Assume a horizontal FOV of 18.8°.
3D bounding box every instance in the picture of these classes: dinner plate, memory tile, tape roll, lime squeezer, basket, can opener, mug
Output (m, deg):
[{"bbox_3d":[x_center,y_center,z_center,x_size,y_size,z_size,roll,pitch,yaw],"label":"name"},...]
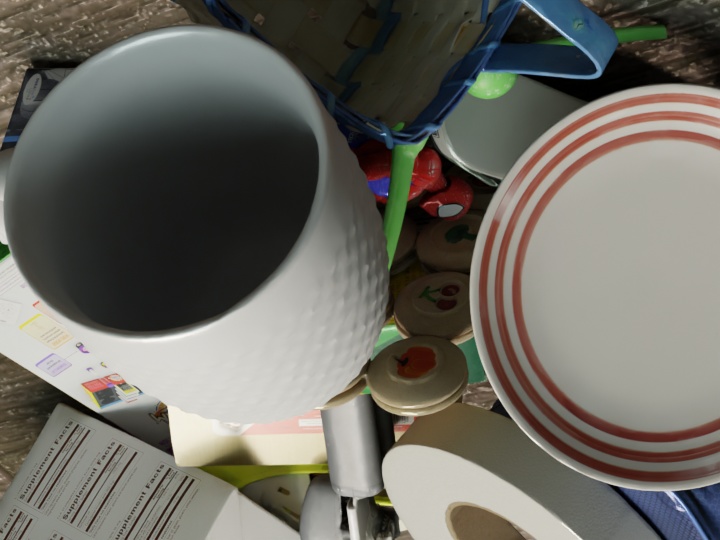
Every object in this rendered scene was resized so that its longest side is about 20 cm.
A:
[{"bbox_3d":[0.150,0.008,1.071,0.200,0.201,0.024,22,-178,-8],"label":"dinner plate"},{"bbox_3d":[0.000,0.000,1.133,0.153,0.200,0.017,3,131,18],"label":"memory tile"},{"bbox_3d":[0.100,0.157,1.227,0.203,0.037,0.203,34,156,17],"label":"tape roll"},{"bbox_3d":[0.058,-0.077,1.063,0.071,0.200,0.038,48,175,1],"label":"lime squeezer"},{"bbox_3d":[0.002,-0.143,0.978,0.176,0.139,0.200,39,169,-28],"label":"basket"},{"bbox_3d":[-0.015,0.108,1.286,0.067,0.053,0.201,1,118,18],"label":"can opener"},{"bbox_3d":[-0.083,-0.011,0.996,0.199,0.148,0.175,13,162,21],"label":"mug"}]

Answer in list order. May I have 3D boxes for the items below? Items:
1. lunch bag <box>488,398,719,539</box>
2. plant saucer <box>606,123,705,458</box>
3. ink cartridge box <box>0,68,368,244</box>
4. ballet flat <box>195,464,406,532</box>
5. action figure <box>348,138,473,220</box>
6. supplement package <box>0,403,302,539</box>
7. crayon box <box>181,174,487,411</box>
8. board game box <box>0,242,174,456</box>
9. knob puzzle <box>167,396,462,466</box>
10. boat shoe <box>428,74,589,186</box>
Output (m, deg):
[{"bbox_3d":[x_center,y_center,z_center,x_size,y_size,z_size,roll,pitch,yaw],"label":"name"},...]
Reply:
[{"bbox_3d":[0.170,0.097,1.227,0.200,0.132,0.136,12,142,52],"label":"lunch bag"},{"bbox_3d":[0.219,0.008,1.107,0.199,0.201,0.031,24,-178,-10],"label":"plant saucer"},{"bbox_3d":[-0.098,-0.061,1.171,0.199,0.100,0.039,2,147,17],"label":"ink cartridge box"},{"bbox_3d":[-0.013,0.135,1.381,0.199,0.067,0.067,1,154,-5],"label":"ballet flat"},{"bbox_3d":[-0.029,-0.059,1.096,0.199,0.052,0.065,13,179,-26],"label":"action figure"},{"bbox_3d":[-0.119,0.213,1.414,0.200,0.147,0.191,18,163,47],"label":"supplement package"},{"bbox_3d":[-0.032,0.011,1.181,0.199,0.127,0.051,-5,129,7],"label":"crayon box"},{"bbox_3d":[-0.144,0.035,1.361,0.200,0.040,0.153,35,139,-24],"label":"board game box"},{"bbox_3d":[-0.030,0.025,1.286,0.219,0.030,0.220,0,121,0],"label":"knob puzzle"},{"bbox_3d":[0.124,-0.055,1.135,0.200,0.071,0.064,24,178,-13],"label":"boat shoe"}]
